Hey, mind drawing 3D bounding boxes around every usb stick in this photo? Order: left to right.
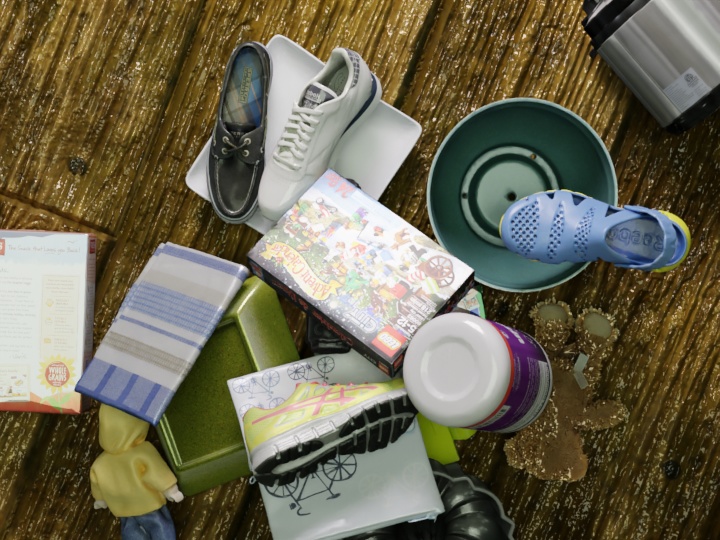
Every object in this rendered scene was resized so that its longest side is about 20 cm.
[{"bbox_3d":[-0.029,-0.008,1.595,0.055,0.033,0.202,1,67,3],"label":"usb stick"}]

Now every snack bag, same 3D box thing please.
[{"bbox_3d":[-0.027,0.183,1.539,0.187,0.021,0.201,-13,70,-7],"label":"snack bag"}]

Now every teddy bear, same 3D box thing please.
[{"bbox_3d":[0.221,0.131,1.644,0.144,0.067,0.202,-4,86,-13],"label":"teddy bear"}]

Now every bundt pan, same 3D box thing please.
[{"bbox_3d":[0.067,0.291,1.611,0.200,0.076,0.204,-2,110,-4],"label":"bundt pan"}]

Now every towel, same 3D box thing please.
[{"bbox_3d":[-0.214,0.065,1.605,0.146,0.024,0.201,14,68,41],"label":"towel"}]

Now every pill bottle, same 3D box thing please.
[{"bbox_3d":[0.129,0.109,1.527,0.112,0.200,0.113,-4,81,24],"label":"pill bottle"}]

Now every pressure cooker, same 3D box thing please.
[{"bbox_3d":[0.338,-0.269,1.581,0.176,0.179,0.200,-42,90,4],"label":"pressure cooker"}]

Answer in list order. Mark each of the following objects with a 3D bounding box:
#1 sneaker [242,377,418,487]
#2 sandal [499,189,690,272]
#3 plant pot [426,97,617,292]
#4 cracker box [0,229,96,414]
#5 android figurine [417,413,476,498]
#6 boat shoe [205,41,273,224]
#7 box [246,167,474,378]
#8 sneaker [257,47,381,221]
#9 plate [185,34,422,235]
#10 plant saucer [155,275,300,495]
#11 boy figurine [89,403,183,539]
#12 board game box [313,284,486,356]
[{"bbox_3d":[-0.030,0.141,1.507,0.199,0.079,0.091,-17,49,-20],"label":"sneaker"},{"bbox_3d":[0.240,-0.039,1.498,0.198,0.087,0.080,3,94,1],"label":"sandal"},{"bbox_3d":[0.167,-0.080,1.604,0.198,0.134,0.202,0,92,0],"label":"plant pot"},{"bbox_3d":[-0.367,0.056,1.656,0.133,0.058,0.202,3,91,1],"label":"cracker box"},{"bbox_3d":[0.032,0.170,1.627,0.181,0.041,0.201,-19,108,4],"label":"android figurine"},{"bbox_3d":[-0.133,-0.152,1.619,0.068,0.057,0.202,6,90,1],"label":"boat shoe"},{"bbox_3d":[0.000,0.000,1.540,0.199,0.038,0.137,35,69,20],"label":"box"},{"bbox_3d":[-0.057,-0.147,1.597,0.076,0.080,0.201,28,86,23],"label":"sneaker"},{"bbox_3d":[-0.063,-0.128,1.662,0.199,0.032,0.201,32,90,0],"label":"plate"},{"bbox_3d":[-0.158,0.131,1.621,0.199,0.048,0.201,-22,88,22],"label":"plant saucer"},{"bbox_3d":[-0.252,0.236,1.644,0.124,0.064,0.202,-17,88,33],"label":"boy figurine"},{"bbox_3d":[0.048,0.099,1.660,0.198,0.029,0.136,-10,91,1],"label":"board game box"}]
